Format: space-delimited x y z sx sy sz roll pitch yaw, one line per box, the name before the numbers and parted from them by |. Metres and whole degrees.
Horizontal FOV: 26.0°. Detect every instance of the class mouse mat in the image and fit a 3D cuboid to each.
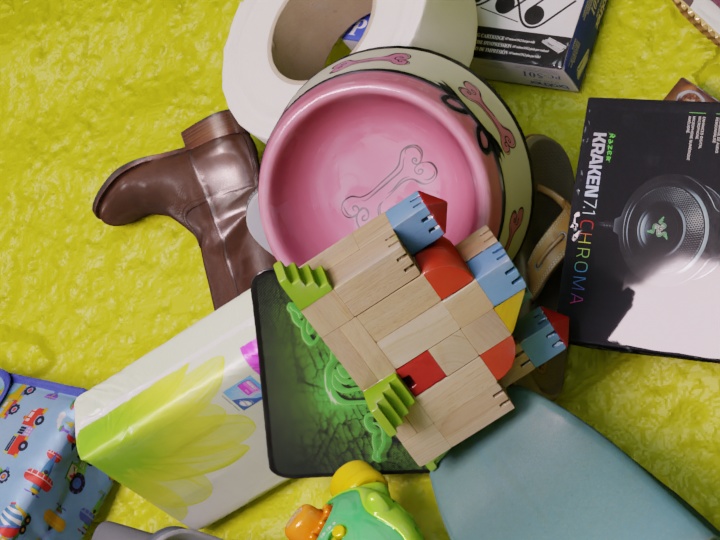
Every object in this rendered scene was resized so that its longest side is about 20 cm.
mouse mat | 0.009 0.074 1.098 0.161 0.200 0.008 -3 37 0

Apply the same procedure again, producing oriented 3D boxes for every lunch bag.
lunch bag | -0.311 0.159 1.284 0.200 0.094 0.151 14 64 31

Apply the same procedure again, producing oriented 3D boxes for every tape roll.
tape roll | -0.011 -0.175 1.209 0.202 0.071 0.203 -19 57 32

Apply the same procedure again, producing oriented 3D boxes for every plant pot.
plant pot | 0.147 0.182 1.041 0.141 0.141 0.200 -47 48 4

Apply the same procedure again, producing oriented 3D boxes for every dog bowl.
dog bowl | 0.017 -0.054 1.092 0.200 0.074 0.200 4 104 16

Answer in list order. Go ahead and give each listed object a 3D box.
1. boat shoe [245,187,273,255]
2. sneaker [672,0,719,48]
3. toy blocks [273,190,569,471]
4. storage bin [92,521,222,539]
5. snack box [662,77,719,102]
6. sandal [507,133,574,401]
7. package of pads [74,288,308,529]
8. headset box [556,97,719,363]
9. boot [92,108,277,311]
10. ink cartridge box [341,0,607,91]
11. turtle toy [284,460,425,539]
boat shoe | 0.000 0.000 1.187 0.200 0.057 0.069 42 111 -3
sneaker | 0.304 -0.182 1.120 0.090 0.075 0.200 -47 60 11
toy blocks | 0.053 0.030 1.015 0.137 0.200 0.100 -33 29 5
storage bin | -0.155 0.284 1.156 0.134 0.146 0.200 10 76 57
snack box | 0.285 -0.057 1.115 0.200 0.024 0.072 41 96 30
sandal | 0.141 0.000 1.133 0.054 0.080 0.200 -8 75 44
package of pads | -0.092 0.104 1.173 0.200 0.155 0.068 -31 48 12
headset box | 0.250 -0.021 1.056 0.200 0.093 0.174 8 88 33
boot | -0.131 -0.006 1.287 0.186 0.064 0.200 -31 74 37
ink cartridge box | 0.092 -0.206 1.250 0.200 0.044 0.094 13 77 30
turtle toy | -0.004 0.240 1.093 0.146 0.101 0.200 39 132 47
